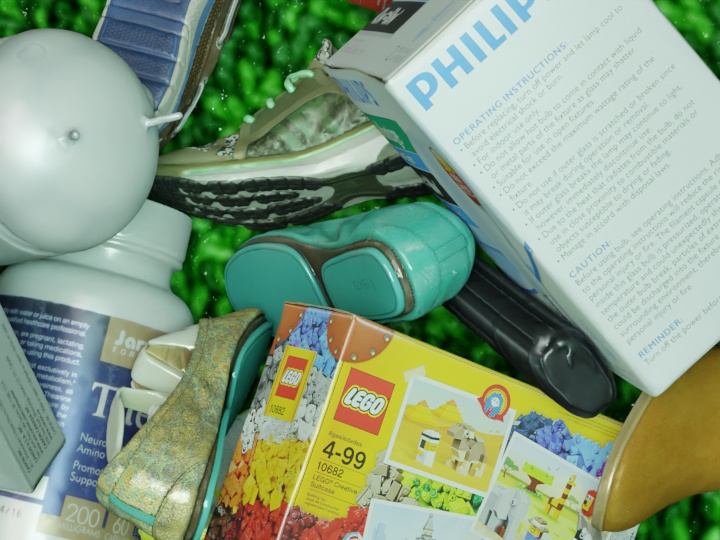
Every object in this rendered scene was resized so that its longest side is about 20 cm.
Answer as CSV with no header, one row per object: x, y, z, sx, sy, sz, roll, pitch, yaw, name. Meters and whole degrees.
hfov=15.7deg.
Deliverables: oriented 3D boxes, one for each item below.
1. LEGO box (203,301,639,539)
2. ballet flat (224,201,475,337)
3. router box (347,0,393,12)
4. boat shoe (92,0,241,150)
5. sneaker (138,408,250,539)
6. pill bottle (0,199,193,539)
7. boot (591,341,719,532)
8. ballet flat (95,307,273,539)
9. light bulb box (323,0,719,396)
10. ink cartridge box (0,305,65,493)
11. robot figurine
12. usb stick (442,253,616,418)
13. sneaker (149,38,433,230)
0.035,0.119,1.304,0.077,0.200,0.149,10,79,60,LEGO box
0.000,0.000,1.373,0.070,0.200,0.067,-25,99,-27,ballet flat
0.003,-0.248,1.418,0.179,0.049,0.200,21,73,2,router box
-0.101,-0.159,1.454,0.072,0.072,0.200,20,77,14,boat shoe
-0.068,0.150,1.394,0.076,0.105,0.200,33,59,32,sneaker
-0.153,0.059,1.406,0.111,0.111,0.200,11,82,16,pill bottle
0.216,0.087,1.284,0.144,0.071,0.201,28,47,20,boot
-0.092,0.068,1.330,0.071,0.200,0.071,4,118,7,ballet flat
0.102,-0.064,1.282,0.125,0.198,0.200,-42,101,-2,light bulb box
-0.257,0.019,1.301,0.173,0.200,0.044,5,44,29,ink cartridge box
-0.182,-0.060,1.330,0.200,0.170,0.113,-9,107,44,robot figurine
0.075,0.026,1.319,0.033,0.200,0.055,-45,112,-2,usb stick
-0.025,-0.080,1.430,0.200,0.077,0.089,-10,67,5,sneaker
